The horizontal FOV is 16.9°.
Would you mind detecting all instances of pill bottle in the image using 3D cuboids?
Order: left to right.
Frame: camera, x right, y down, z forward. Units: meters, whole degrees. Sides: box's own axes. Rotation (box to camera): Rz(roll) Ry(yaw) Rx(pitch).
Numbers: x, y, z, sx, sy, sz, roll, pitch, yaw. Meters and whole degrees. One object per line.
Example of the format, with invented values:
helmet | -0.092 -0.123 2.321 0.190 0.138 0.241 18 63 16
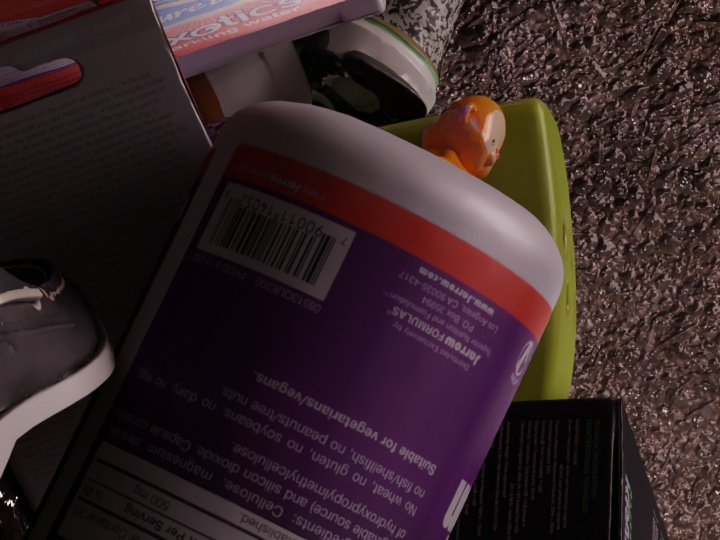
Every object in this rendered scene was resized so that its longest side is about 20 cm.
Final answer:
pill bottle | -0.028 0.060 0.700 0.201 0.112 0.112 -65 165 -7

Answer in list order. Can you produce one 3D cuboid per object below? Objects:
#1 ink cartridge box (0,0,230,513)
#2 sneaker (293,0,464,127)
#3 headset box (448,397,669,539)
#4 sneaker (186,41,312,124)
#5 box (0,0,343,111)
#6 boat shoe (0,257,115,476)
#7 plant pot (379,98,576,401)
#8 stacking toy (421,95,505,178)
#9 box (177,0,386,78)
ink cartridge box | -0.078 0.005 0.785 0.050 0.108 0.201 -97 166 -62
sneaker | 0.006 -0.114 1.163 0.077 0.089 0.200 41 -10 -19
headset box | 0.063 0.169 0.874 0.200 0.092 0.175 65 27 -55
sneaker | -0.091 -0.082 1.170 0.073 0.084 0.200 64 -15 -4
box | -0.076 -0.122 0.759 0.103 0.199 0.095 34 39 -78
boat shoe | -0.116 0.019 0.628 0.200 0.073 0.061 -53 129 -72
plant pot | 0.013 0.036 1.139 0.200 0.198 0.183 19 59 -82
stacking toy | 0.000 0.000 0.987 0.109 0.200 0.116 29 -29 26
box | -0.076 -0.168 1.106 0.200 0.151 0.107 -93 163 -69
